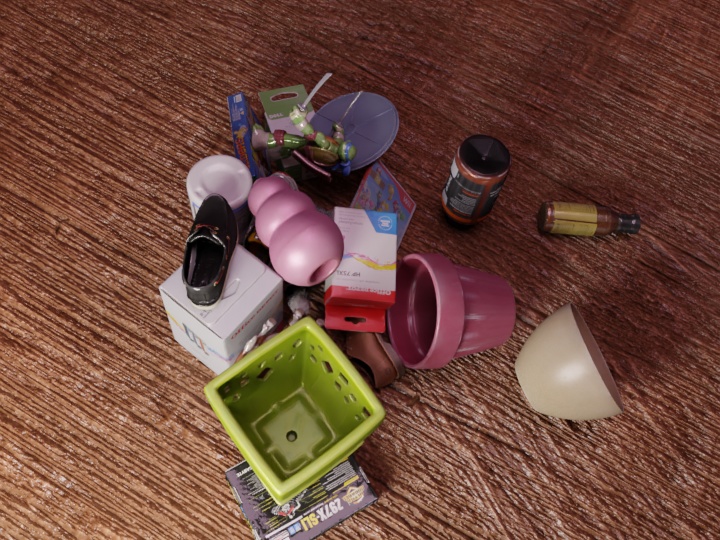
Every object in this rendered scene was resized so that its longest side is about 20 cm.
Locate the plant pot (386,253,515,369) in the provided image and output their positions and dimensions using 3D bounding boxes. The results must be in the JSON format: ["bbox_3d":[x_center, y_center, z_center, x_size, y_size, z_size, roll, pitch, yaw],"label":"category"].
[{"bbox_3d":[0.164,0.072,1.299,0.177,0.200,0.202,2,60,-24],"label":"plant pot"}]

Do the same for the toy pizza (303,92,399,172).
[{"bbox_3d":[-0.018,-0.268,1.453,0.198,0.032,0.202,-9,57,15],"label":"toy pizza"}]

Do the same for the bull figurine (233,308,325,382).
[{"bbox_3d":[-0.129,0.125,1.232,0.065,0.122,0.200,42,35,14],"label":"bull figurine"}]

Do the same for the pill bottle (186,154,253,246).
[{"bbox_3d":[-0.246,-0.105,1.333,0.113,0.200,0.115,2,62,-5],"label":"pill bottle"}]

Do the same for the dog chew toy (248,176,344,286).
[{"bbox_3d":[-0.115,-0.073,1.208,0.124,0.125,0.201,-30,69,-20],"label":"dog chew toy"}]

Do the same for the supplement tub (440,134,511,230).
[{"bbox_3d":[0.213,-0.159,1.413,0.106,0.201,0.108,3,60,-6],"label":"supplement tub"}]

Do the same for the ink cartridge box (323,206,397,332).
[{"bbox_3d":[0.000,0.000,1.276,0.115,0.067,0.202,5,75,-13],"label":"ink cartridge box"}]

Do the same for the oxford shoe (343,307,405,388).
[{"bbox_3d":[-0.005,0.119,1.313,0.071,0.071,0.201,-30,70,-16],"label":"oxford shoe"}]

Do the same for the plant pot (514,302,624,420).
[{"bbox_3d":[0.346,0.175,1.272,0.134,0.200,0.202,-28,63,19],"label":"plant pot"}]

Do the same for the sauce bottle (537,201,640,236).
[{"bbox_3d":[0.460,-0.100,1.488,0.198,0.066,0.067,7,61,-5],"label":"sauce bottle"}]

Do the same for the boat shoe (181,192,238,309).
[{"bbox_3d":[-0.234,-0.041,1.154,0.073,0.063,0.203,2,58,0],"label":"boat shoe"}]

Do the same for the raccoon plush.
[{"bbox_3d":[-0.080,-0.028,1.321,0.096,0.135,0.201,10,33,-26],"label":"raccoon plush"}]

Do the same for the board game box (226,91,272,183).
[{"bbox_3d":[-0.209,-0.225,1.438,0.034,0.136,0.202,-16,62,7],"label":"board game box"}]

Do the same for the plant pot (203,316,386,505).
[{"bbox_3d":[-0.101,0.226,1.124,0.199,0.182,0.199,-32,70,-22],"label":"plant pot"}]

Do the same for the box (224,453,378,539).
[{"bbox_3d":[-0.096,0.349,1.188,0.199,0.049,0.160,-26,70,-19],"label":"box"}]

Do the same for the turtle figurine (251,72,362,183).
[{"bbox_3d":[-0.095,-0.271,1.376,0.192,0.202,0.144,1,25,22],"label":"turtle figurine"}]

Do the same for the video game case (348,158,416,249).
[{"bbox_3d":[0.032,-0.094,1.407,0.017,0.143,0.201,-6,49,42],"label":"video game case"}]

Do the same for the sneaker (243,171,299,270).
[{"bbox_3d":[-0.158,-0.074,1.298,0.077,0.082,0.202,16,100,3],"label":"sneaker"}]

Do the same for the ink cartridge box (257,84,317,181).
[{"bbox_3d":[-0.137,-0.282,1.521,0.103,0.059,0.201,-15,64,-14],"label":"ink cartridge box"}]

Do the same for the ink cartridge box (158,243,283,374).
[{"bbox_3d":[-0.226,0.066,1.241,0.144,0.200,0.145,36,63,13],"label":"ink cartridge box"}]
